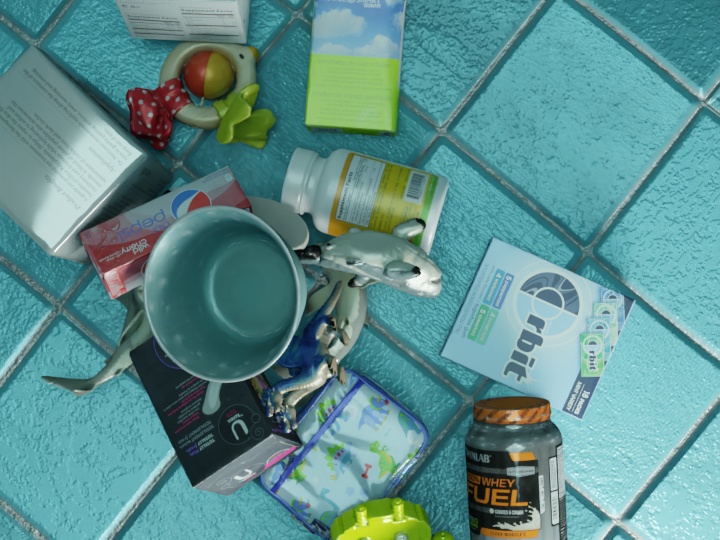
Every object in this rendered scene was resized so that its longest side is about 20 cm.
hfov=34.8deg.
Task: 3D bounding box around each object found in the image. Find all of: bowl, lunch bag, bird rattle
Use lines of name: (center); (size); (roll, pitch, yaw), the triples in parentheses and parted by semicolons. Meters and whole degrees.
bowl: (-0.143, 0.025, 1.348); (0.200, 0.105, 0.201); (1, 93, 19)
lunch bag: (-0.023, 0.235, 1.471); (0.161, 0.082, 0.200); (41, 88, 7)
bird rattle: (-0.209, -0.231, 1.512); (0.199, 0.113, 0.164); (9, 75, 15)

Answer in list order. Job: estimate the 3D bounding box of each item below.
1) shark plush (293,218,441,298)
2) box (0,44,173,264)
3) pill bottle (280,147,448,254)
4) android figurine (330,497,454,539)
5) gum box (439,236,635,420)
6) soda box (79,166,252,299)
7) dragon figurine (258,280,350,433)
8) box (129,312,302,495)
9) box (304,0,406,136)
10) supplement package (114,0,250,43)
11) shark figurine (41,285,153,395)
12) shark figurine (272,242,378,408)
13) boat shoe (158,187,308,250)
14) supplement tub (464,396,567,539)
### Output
shark plush: (0.000, 0.000, 1.400); (0.199, 0.083, 0.091); (-4, 50, -4)
box: (-0.374, -0.137, 1.444); (0.199, 0.200, 0.171); (43, 87, 3)
pill bottle: (0.004, -0.091, 1.469); (0.199, 0.111, 0.111); (16, 88, 3)
android figurine: (0.029, 0.358, 1.425); (0.181, 0.041, 0.200); (-7, 124, -6)
gum box: (0.226, 0.074, 1.484); (0.200, 0.045, 0.170); (25, 89, 3)
soda box: (-0.231, -0.047, 1.392); (0.200, 0.063, 0.070); (-27, 65, -14)
dragon figurine: (-0.069, 0.095, 1.399); (0.099, 0.059, 0.201); (-8, 61, 19)
box: (-0.181, 0.162, 1.434); (0.122, 0.106, 0.200); (-34, 66, 7)
box: (-0.006, -0.281, 1.511); (0.122, 0.048, 0.201); (4, 87, 2)
supplement package: (-0.219, -0.409, 1.475); (0.155, 0.111, 0.201); (3, 75, 3)
shark figurine: (-0.311, 0.074, 1.497); (0.089, 0.128, 0.215); (42, 103, 29)
shark figurine: (-0.020, 0.073, 1.476); (0.128, 0.090, 0.215); (4, 68, 26)
boat shoe: (-0.161, -0.047, 1.481); (0.199, 0.093, 0.075); (15, 62, 8)
supplement tub: (0.193, 0.263, 1.429); (0.122, 0.123, 0.201); (-4, 93, 2)
